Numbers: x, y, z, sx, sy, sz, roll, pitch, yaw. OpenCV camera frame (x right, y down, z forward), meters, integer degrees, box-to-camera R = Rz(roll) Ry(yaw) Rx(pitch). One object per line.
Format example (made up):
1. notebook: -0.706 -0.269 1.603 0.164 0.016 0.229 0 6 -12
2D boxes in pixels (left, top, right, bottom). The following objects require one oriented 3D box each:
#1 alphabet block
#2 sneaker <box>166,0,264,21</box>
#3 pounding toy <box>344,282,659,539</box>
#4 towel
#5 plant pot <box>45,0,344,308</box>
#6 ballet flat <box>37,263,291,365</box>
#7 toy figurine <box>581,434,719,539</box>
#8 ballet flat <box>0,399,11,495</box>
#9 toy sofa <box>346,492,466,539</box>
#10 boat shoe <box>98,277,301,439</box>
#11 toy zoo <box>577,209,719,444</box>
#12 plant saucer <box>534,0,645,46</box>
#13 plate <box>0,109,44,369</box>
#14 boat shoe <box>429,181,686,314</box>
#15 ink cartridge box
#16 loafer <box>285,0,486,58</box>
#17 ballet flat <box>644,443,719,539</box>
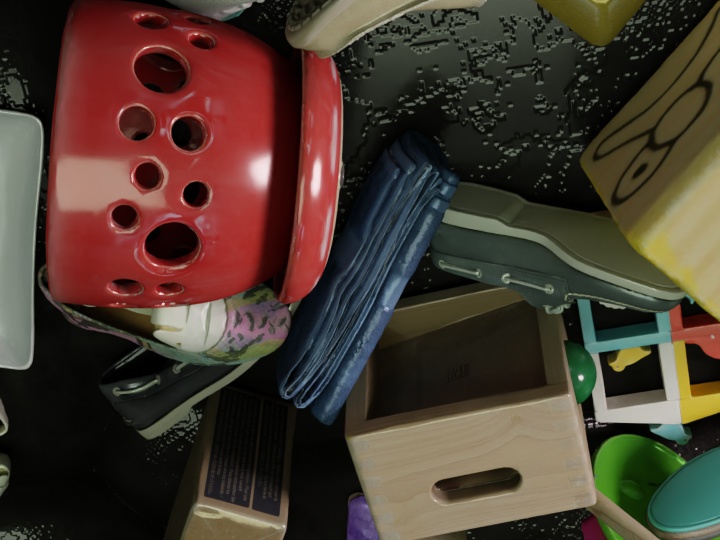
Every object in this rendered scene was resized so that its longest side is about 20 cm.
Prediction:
1. alphabet block: 0.286 -0.062 0.944 0.196 0.196 0.200 38 105 -12
2. sneaker: -0.078 -0.202 0.987 0.198 0.076 0.089 8 134 0
3. pounding toy: 0.103 0.115 1.059 0.199 0.185 0.143 -12 122 9
4. towel: 0.000 0.000 1.034 0.048 0.112 0.201 24 103 -13
5. plant pot: -0.109 -0.073 0.979 0.181 0.201 0.202 4 117 -9
6. ballet flat: -0.149 0.026 1.059 0.199 0.071 0.070 11 86 25
7. toy figurine: 0.205 0.247 1.176 0.199 0.151 0.184 15 134 -31
8. ballet flat: -0.310 0.143 1.171 0.069 0.070 0.201 0 116 4
9. toy sofa: 0.025 0.284 1.208 0.097 0.083 0.201 8 117 -2
10. boat shoe: -0.119 0.051 1.106 0.063 0.073 0.200 41 116 -19
11. toy zoo: 0.232 0.042 1.109 0.130 0.020 0.201 -10 116 8
12. plant saucer: 0.145 -0.268 0.944 0.199 0.049 0.200 34 114 -12
13. plate: -0.333 -0.034 1.089 0.198 0.032 0.201 7 111 0
14. boat shoe: 0.135 -0.005 1.036 0.199 0.073 0.062 20 123 23
15. ink cartridge box: -0.112 0.215 1.135 0.075 0.165 0.201 15 117 -7
16. loafer: 0.045 -0.187 0.912 0.199 0.076 0.068 -33 118 7
17. ballet flat: 0.302 0.150 1.104 0.200 0.068 0.069 -36 134 -8
